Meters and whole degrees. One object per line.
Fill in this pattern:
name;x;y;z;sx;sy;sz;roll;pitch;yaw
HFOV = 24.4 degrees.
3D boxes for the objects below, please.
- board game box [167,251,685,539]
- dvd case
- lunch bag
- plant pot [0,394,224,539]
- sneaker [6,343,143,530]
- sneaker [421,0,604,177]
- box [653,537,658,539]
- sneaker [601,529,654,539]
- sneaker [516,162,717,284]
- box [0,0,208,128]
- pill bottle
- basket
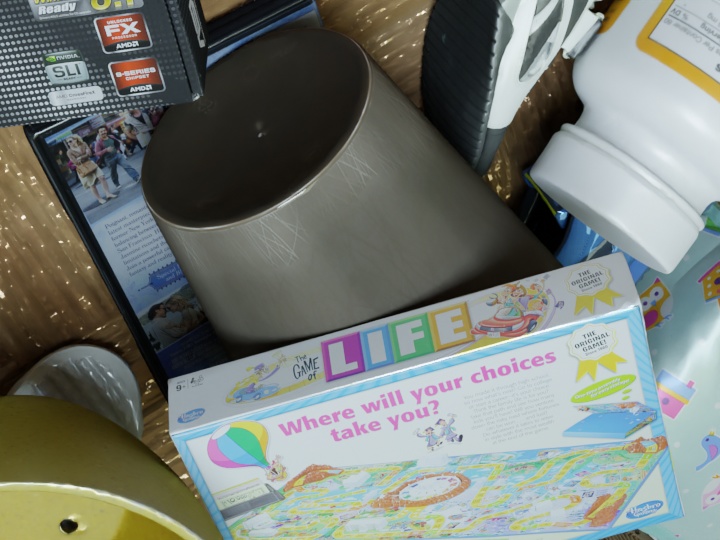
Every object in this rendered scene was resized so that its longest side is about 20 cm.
board game box;0.032;0.078;0.719;0.198;0.034;0.135;-15;130;5
dvd case;-0.061;-0.028;0.800;0.142;0.018;0.201;-27;135;-7
lunch bag;0.207;0.073;0.962;0.199;0.122;0.171;34;102;-37
plant pot;-0.145;0.135;0.714;0.198;0.142;0.202;-4;118;-8
sneaker;-0.164;0.130;0.834;0.078;0.079;0.202;19;92;-9
sneaker;0.086;-0.127;0.764;0.088;0.074;0.202;-3;127;-25
box;0.182;0.176;1.091;0.199;0.042;0.120;-29;134;-2
sneaker;0.078;0.185;0.974;0.198;0.072;0.113;11;132;8
sneaker;0.138;-0.055;0.858;0.078;0.066;0.201;24;111;-40
box;-0.167;-0.123;0.592;0.198;0.045;0.161;-7;134;6
pill bottle;0.169;-0.103;0.779;0.111;0.111;0.201;35;91;-43
basket;0.000;0.000;0.754;0.179;0.137;0.201;-23;133;14
